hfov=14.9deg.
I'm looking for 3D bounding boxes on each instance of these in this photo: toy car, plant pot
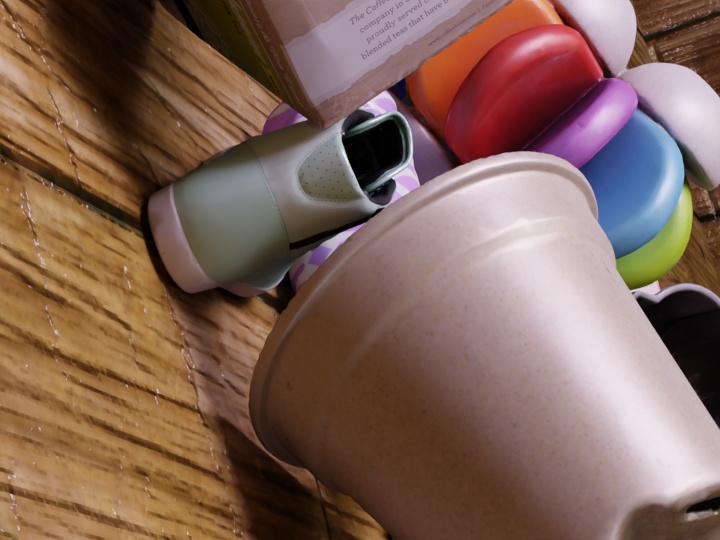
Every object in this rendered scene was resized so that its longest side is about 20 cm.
[{"bbox_3d":[0.104,-0.076,1.513,0.200,0.175,0.150,49,-3,5],"label":"toy car"},{"bbox_3d":[0.080,0.080,1.269,0.184,0.200,0.200,50,1,31],"label":"plant pot"}]

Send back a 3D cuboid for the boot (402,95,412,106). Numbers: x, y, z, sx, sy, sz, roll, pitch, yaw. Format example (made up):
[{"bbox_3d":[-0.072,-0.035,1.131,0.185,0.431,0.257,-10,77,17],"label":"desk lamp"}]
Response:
[{"bbox_3d":[0.077,-0.079,1.777,0.203,0.073,0.154,23,39,-34],"label":"boot"}]

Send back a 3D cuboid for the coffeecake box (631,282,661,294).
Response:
[{"bbox_3d":[0.114,0.057,1.666,0.073,0.153,0.201,-4,-70,58],"label":"coffeecake box"}]

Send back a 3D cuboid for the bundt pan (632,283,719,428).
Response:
[{"bbox_3d":[0.167,0.109,1.608,0.076,0.201,0.203,-4,-70,58],"label":"bundt pan"}]

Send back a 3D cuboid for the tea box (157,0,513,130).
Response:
[{"bbox_3d":[-0.005,-0.199,1.296,0.197,0.199,0.134,41,-18,55],"label":"tea box"}]

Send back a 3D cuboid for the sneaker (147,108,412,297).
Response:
[{"bbox_3d":[-0.021,-0.037,1.329,0.200,0.118,0.074,-38,106,-78],"label":"sneaker"}]

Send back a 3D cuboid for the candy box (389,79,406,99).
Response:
[{"bbox_3d":[0.026,-0.214,1.659,0.200,0.076,0.170,-52,152,-65],"label":"candy box"}]

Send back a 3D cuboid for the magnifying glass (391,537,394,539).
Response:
[{"bbox_3d":[0.047,0.205,1.493,0.080,0.022,0.201,48,25,-59],"label":"magnifying glass"}]

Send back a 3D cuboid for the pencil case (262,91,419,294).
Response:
[{"bbox_3d":[0.000,0.000,1.452,0.086,0.083,0.201,118,-34,-59],"label":"pencil case"}]
